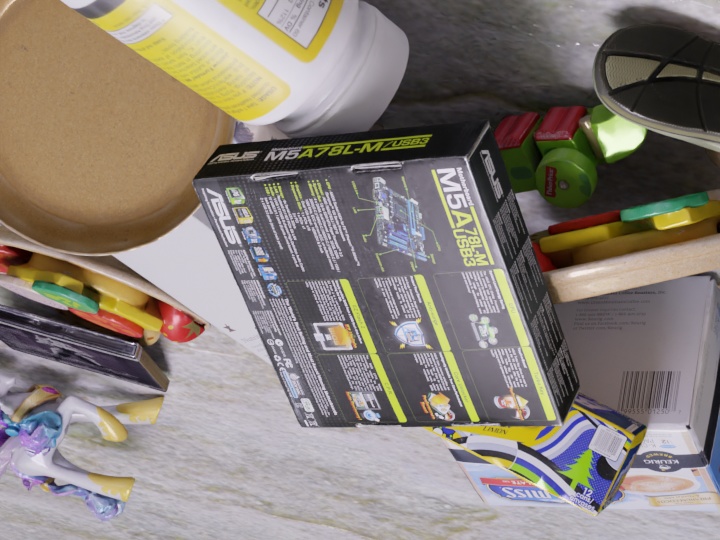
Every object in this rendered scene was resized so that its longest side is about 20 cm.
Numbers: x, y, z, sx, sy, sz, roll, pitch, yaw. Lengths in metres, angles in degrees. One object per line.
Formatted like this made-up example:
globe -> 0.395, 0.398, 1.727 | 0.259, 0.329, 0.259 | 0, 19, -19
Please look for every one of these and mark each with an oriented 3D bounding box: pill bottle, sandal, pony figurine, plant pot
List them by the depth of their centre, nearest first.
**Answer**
pill bottle -> -0.074, -0.159, 1.119 | 0.200, 0.114, 0.114 | 34, 145, -28
sandal -> 0.234, -0.094, 1.144 | 0.201, 0.080, 0.057 | 24, 166, -4
plant pot -> -0.175, -0.110, 1.214 | 0.200, 0.200, 0.027 | 10, -168, 8
pony figurine -> -0.304, 0.163, 1.735 | 0.200, 0.167, 0.193 | 19, 120, -5

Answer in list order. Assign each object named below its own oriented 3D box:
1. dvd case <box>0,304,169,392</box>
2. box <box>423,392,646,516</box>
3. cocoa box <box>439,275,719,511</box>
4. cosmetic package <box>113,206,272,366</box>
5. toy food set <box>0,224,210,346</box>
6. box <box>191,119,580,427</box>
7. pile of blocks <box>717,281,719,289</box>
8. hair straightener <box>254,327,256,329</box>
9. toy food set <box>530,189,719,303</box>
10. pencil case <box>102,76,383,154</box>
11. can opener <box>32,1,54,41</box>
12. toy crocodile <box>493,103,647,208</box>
dvd case -> -0.245, 0.064, 1.585 | 0.148, 0.016, 0.200 | 16, 169, 5
box -> 0.092, 0.093, 1.289 | 0.200, 0.064, 0.070 | 27, -172, 14
cocoa box -> 0.175, 0.094, 1.402 | 0.200, 0.134, 0.131 | -1, 145, 24
cosmetic package -> -0.086, -0.014, 1.392 | 0.200, 0.081, 0.113 | 34, 146, -31
toy food set -> -0.214, 0.015, 1.473 | 0.198, 0.049, 0.200 | 28, 169, -36
box -> 0.017, 0.009, 1.146 | 0.193, 0.048, 0.200 | -5, 123, 29
pile of blocks -> 0.309, 0.027, 1.317 | 0.082, 0.062, 0.200 | 49, -173, 30
hair straightener -> 0.018, 0.035, 1.359 | 0.200, 0.041, 0.077 | -9, 114, -21
toy food set -> 0.173, -0.015, 1.209 | 0.198, 0.049, 0.200 | -13, 178, 28
pencil case -> -0.078, -0.082, 1.271 | 0.200, 0.090, 0.078 | 17, -167, -4
can opener -> -0.212, -0.114, 1.306 | 0.063, 0.079, 0.200 | 18, 141, 12
toy crocodile -> 0.103, -0.075, 1.227 | 0.200, 0.068, 0.062 | -14, 119, 36
